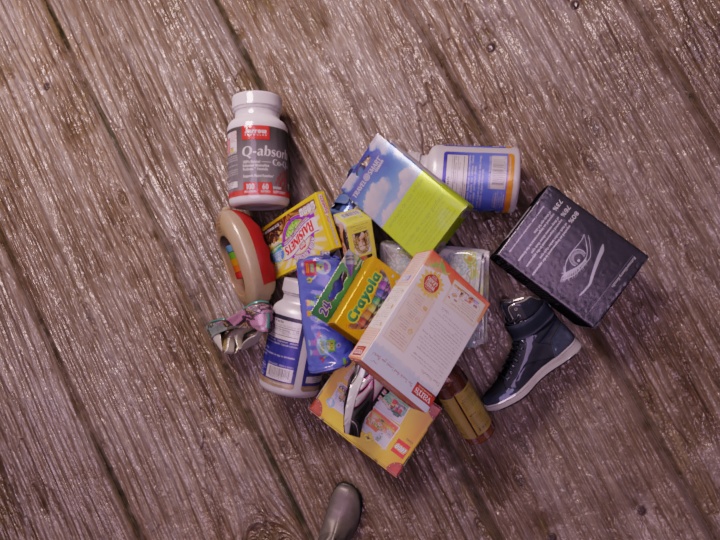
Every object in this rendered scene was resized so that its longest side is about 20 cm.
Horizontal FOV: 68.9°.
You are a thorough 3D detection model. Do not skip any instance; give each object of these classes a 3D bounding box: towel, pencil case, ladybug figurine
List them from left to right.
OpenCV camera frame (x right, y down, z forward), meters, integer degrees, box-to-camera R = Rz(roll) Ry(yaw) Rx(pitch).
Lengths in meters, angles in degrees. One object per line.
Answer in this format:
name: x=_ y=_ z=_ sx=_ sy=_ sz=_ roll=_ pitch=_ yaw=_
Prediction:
ladybug figurine: x=-0.212 y=-0.025 z=0.988 sx=0.071 sy=0.135 sz=0.204 roll=-21 pitch=99 yaw=-29
pencil case: x=-0.057 y=0.070 z=0.882 sx=0.085 sy=0.078 sz=0.204 roll=-6 pitch=90 yaw=7
towel: x=0.128 y=0.040 z=0.920 sx=0.197 sy=0.048 sz=0.175 roll=6 pitch=107 yaw=24

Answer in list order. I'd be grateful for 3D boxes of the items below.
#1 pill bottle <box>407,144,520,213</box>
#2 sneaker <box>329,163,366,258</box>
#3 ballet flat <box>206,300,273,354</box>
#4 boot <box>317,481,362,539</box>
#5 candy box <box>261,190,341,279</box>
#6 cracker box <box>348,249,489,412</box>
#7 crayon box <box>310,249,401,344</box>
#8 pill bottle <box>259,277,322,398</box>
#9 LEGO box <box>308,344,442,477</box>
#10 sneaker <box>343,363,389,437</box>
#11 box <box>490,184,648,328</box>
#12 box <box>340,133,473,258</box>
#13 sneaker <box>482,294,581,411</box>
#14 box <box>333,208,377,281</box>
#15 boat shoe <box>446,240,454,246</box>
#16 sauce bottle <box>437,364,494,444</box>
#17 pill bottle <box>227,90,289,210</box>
pill bottle: x=0.174 y=-0.162 z=0.922 sx=0.196 sy=0.112 sz=0.114 roll=4 pitch=90 yaw=11
sneaker: x=-0.029 y=-0.099 z=0.962 sx=0.081 sy=0.074 sz=0.204 roll=10 pitch=89 yaw=-23
ballet flat: x=-0.227 y=0.113 z=0.969 sx=0.198 sy=0.068 sz=0.073 roll=-23 pitch=65 yaw=41
boot: x=-0.052 y=0.499 z=0.942 sx=0.067 sy=0.131 sz=0.204 roll=17 pitch=92 yaw=9
candy box: x=-0.117 y=-0.058 z=0.960 sx=0.199 sy=0.026 sz=0.104 roll=-24 pitch=86 yaw=45
cracker box: x=0.092 y=0.090 z=0.797 sx=0.134 sy=0.058 sz=0.201 roll=40 pitch=72 yaw=-16
crayon box: x=0.036 y=0.070 z=0.840 sx=0.199 sy=0.051 sz=0.127 roll=35 pitch=73 yaw=-11
pill bottle: x=-0.113 y=0.120 z=0.966 sx=0.114 sy=0.116 sz=0.204 roll=12 pitch=91 yaw=10
LEGO box: x=0.030 y=0.245 z=0.958 sx=0.199 sy=0.077 sz=0.150 roll=35 pitch=95 yaw=8
sneaker: x=0.024 y=0.188 z=0.884 sx=0.085 sy=0.080 sz=0.204 roll=14 pitch=95 yaw=-1
box: x=0.346 y=-0.021 z=0.891 sx=0.199 sy=0.104 sz=0.149 roll=39 pitch=92 yaw=8
box: x=0.073 y=-0.119 z=0.873 sx=0.200 sy=0.047 sz=0.123 roll=44 pitch=110 yaw=20
sneaker: x=0.262 y=0.134 z=0.913 sx=0.201 sy=0.077 sz=0.147 roll=-39 pitch=95 yaw=-3
box: x=0.000 y=0.000 z=0.922 sx=0.049 sy=0.075 sz=0.203 roll=-17 pitch=114 yaw=-15
boat shoe: x=0.123 y=-0.051 z=0.954 sx=0.201 sy=0.061 sz=0.072 roll=43 pitch=97 yaw=8
sauce bottle: x=0.165 y=0.208 z=0.918 sx=0.065 sy=0.066 sz=0.202 roll=-28 pitch=102 yaw=8
pill bottle: x=-0.192 y=-0.220 z=0.984 sx=0.114 sy=0.116 sz=0.204 roll=-2 pitch=89 yaw=10
